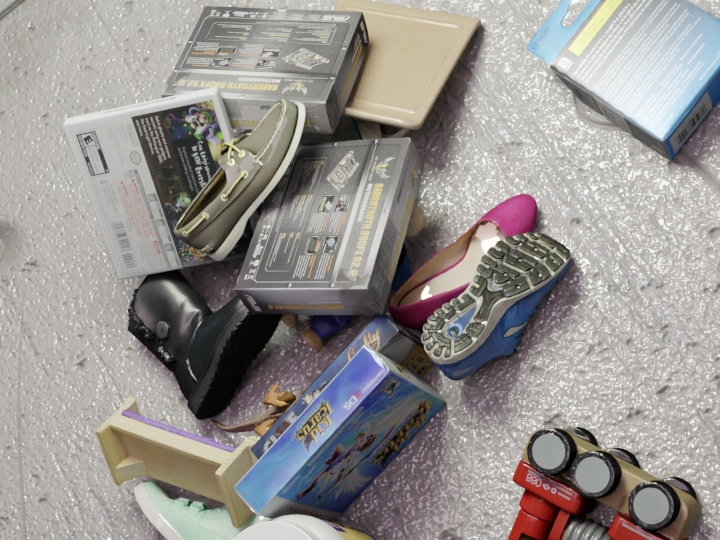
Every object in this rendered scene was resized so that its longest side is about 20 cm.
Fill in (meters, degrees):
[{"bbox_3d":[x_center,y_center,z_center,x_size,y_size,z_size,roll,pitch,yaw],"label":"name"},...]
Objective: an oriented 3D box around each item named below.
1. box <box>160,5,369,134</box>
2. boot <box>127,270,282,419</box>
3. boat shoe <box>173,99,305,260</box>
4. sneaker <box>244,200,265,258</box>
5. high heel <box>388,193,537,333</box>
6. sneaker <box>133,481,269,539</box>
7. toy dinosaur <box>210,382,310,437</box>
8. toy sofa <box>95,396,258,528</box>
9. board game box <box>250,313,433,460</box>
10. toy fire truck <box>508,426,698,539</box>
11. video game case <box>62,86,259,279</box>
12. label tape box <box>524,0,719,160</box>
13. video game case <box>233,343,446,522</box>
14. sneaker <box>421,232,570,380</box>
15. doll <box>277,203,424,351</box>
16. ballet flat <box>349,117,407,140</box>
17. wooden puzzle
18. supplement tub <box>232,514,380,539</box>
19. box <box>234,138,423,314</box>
[{"bbox_3d":[-0.105,-0.229,1.573,0.199,0.048,0.159,4,50,17],"label":"box"},{"bbox_3d":[-0.187,0.049,1.596,0.168,0.076,0.201,49,127,24],"label":"boot"},{"bbox_3d":[-0.129,-0.103,1.496,0.202,0.060,0.072,-55,26,20],"label":"boat shoe"},{"bbox_3d":[-0.122,-0.052,1.627,0.070,0.078,0.201,-29,66,12],"label":"sneaker"},{"bbox_3d":[0.110,-0.015,1.510,0.200,0.096,0.067,-42,64,6],"label":"high heel"},{"bbox_3d":[-0.162,0.274,1.561,0.118,0.074,0.200,-46,54,-12],"label":"sneaker"},{"bbox_3d":[-0.092,0.165,1.546,0.199,0.106,0.061,-16,77,14],"label":"toy dinosaur"},{"bbox_3d":[-0.187,0.201,1.541,0.199,0.083,0.098,12,41,35],"label":"toy sofa"},{"bbox_3d":[-0.014,0.142,1.496,0.200,0.135,0.035,-47,64,3],"label":"board game box"},{"bbox_3d":[0.214,0.274,1.381,0.175,0.129,0.201,26,98,26],"label":"toy fire truck"},{"bbox_3d":[-0.217,-0.094,1.561,0.181,0.023,0.201,-10,116,12],"label":"video game case"},{"bbox_3d":[0.301,-0.236,1.515,0.200,0.066,0.143,39,92,29],"label":"label tape box"},{"bbox_3d":[-0.016,0.181,1.459,0.200,0.181,0.045,-47,65,4],"label":"video game case"},{"bbox_3d":[0.148,0.039,1.494,0.200,0.089,0.078,-41,56,-14],"label":"sneaker"},{"bbox_3d":[0.000,0.000,1.557,0.136,0.048,0.200,42,106,-4],"label":"doll"},{"bbox_3d":[0.030,-0.140,1.599,0.062,0.067,0.201,-21,68,7],"label":"ballet flat"},{"bbox_3d":[0.022,-0.238,1.609,0.184,0.037,0.200,14,53,25],"label":"wooden puzzle"},{"bbox_3d":[-0.051,0.327,1.421,0.145,0.200,0.146,-6,73,20],"label":"supplement tub"},{"bbox_3d":[-0.031,-0.048,1.489,0.158,0.048,0.201,-1,55,25],"label":"box"}]
